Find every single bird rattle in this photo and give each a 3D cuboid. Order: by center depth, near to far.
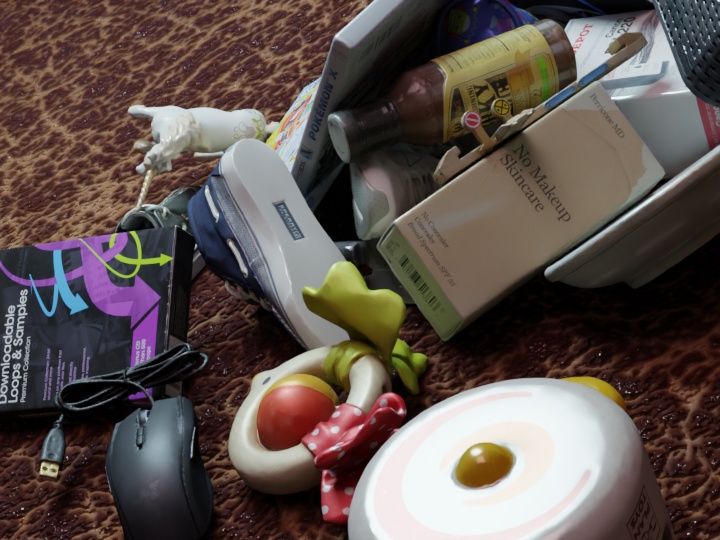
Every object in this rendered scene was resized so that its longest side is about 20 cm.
[{"bbox_3d":[-0.020,0.107,1.355,0.162,0.113,0.201,-22,41,26],"label":"bird rattle"}]

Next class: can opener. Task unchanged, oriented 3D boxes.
[{"bbox_3d":[0.000,0.000,1.533,0.198,0.054,0.067,-3,4,32],"label":"can opener"}]

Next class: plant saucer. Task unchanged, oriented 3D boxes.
[{"bbox_3d":[0.225,-0.037,1.371,0.199,0.050,0.200,-35,-2,-2],"label":"plant saucer"}]

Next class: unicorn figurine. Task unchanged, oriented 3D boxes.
[{"bbox_3d":[-0.152,-0.119,1.719,0.199,0.075,0.137,-19,15,-30],"label":"unicorn figurine"}]

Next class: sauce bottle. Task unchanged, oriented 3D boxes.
[{"bbox_3d":[0.071,-0.134,1.477,0.198,0.065,0.065,-23,29,-15],"label":"sauce bottle"}]

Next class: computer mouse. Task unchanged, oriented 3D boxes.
[{"bbox_3d":[-0.179,0.134,1.400,0.139,0.046,0.201,-19,42,11],"label":"computer mouse"}]

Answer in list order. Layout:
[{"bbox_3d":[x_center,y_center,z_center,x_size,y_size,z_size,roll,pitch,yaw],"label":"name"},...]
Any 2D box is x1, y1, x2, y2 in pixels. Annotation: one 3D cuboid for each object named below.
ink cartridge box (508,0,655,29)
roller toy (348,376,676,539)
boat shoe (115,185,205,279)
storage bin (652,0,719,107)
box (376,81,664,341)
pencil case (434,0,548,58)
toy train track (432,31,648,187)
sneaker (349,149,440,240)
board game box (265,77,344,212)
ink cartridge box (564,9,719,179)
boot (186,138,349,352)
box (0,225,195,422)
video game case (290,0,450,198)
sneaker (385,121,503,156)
[{"bbox_3d":[0.172,-0.254,1.637,0.197,0.199,0.044,7,76,56],"label":"ink cartridge box"},{"bbox_3d":[0.092,0.157,1.120,0.198,0.141,0.183,-26,31,-5],"label":"roller toy"},{"bbox_3d":[-0.176,-0.023,1.650,0.071,0.071,0.201,-8,34,24],"label":"boat shoe"},{"bbox_3d":[0.330,-0.188,1.416,0.198,0.094,0.136,7,49,-24],"label":"storage bin"},{"bbox_3d":[0.120,-0.045,1.436,0.199,0.095,0.078,-36,-6,-16],"label":"box"},{"bbox_3d":[0.123,-0.187,1.616,0.086,0.079,0.200,32,11,13],"label":"pencil case"},{"bbox_3d":[0.131,-0.130,1.441,0.199,0.033,0.115,-34,-5,-17],"label":"toy train track"},{"bbox_3d":[0.032,-0.069,1.533,0.079,0.071,0.200,-3,9,5],"label":"sneaker"},{"bbox_3d":[-0.046,-0.106,1.656,0.134,0.034,0.201,-26,26,50],"label":"board game box"},{"bbox_3d":[0.245,-0.144,1.541,0.198,0.085,0.146,-5,35,32],"label":"ink cartridge box"},{"bbox_3d":[-0.067,0.002,1.502,0.072,0.201,0.090,-8,-26,-41],"label":"boot"},{"bbox_3d":[-0.230,0.046,1.546,0.198,0.036,0.145,-8,69,27],"label":"box"},{"bbox_3d":[0.021,-0.172,1.532,0.022,0.183,0.200,35,52,11],"label":"video game case"},{"bbox_3d":[0.054,-0.116,1.650,0.085,0.073,0.200,-41,25,-16],"label":"sneaker"}]
